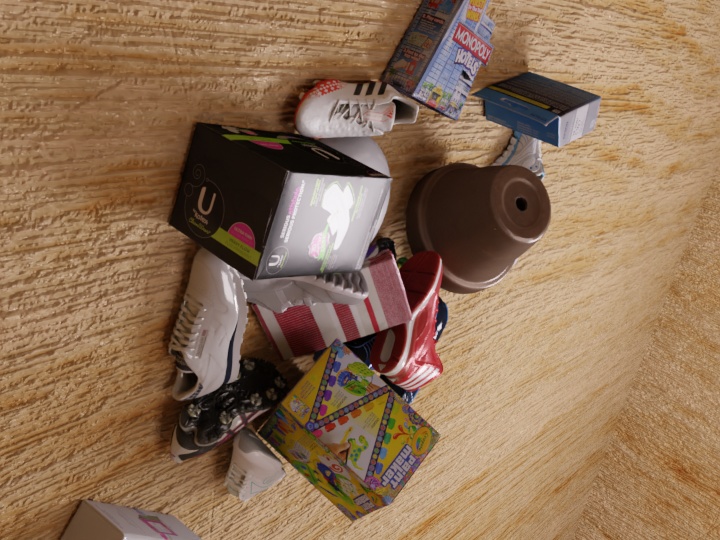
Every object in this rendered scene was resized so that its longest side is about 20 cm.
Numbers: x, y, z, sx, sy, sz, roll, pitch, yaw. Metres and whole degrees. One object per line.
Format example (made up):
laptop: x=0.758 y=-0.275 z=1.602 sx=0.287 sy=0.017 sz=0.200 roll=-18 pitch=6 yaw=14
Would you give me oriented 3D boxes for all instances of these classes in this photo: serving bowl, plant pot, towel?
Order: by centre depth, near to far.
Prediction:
serving bowl: x=-0.019 y=-0.085 z=1.253 sx=0.199 sy=0.065 sz=0.203 roll=-39 pitch=143 yaw=-38
towel: x=-0.035 y=0.050 z=1.258 sx=0.196 sy=0.023 sz=0.145 roll=-17 pitch=139 yaw=2
plant pot: x=0.191 y=-0.080 z=1.400 sx=0.197 sy=0.174 sz=0.205 roll=7 pitch=75 yaw=-28

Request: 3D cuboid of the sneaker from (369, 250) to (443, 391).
sneaker: x=0.085 y=0.081 z=1.372 sx=0.116 sy=0.077 sz=0.203 roll=46 pitch=62 yaw=-44

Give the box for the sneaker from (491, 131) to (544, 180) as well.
sneaker: x=0.298 y=-0.197 z=1.657 sx=0.202 sy=0.086 sz=0.075 roll=-58 pitch=149 yaw=-13

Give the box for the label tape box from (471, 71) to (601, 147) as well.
label tape box: x=0.283 y=-0.258 z=1.523 sx=0.199 sy=0.142 sz=0.067 roll=-29 pitch=137 yaw=-45

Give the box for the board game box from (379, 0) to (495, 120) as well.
board game box: x=0.132 y=-0.325 z=1.310 sx=0.199 sy=0.061 sz=0.203 roll=8 pitch=107 yaw=-60

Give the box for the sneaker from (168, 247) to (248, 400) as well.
sneaker: x=-0.185 y=0.067 z=1.103 sx=0.080 sy=0.076 sz=0.203 roll=-22 pitch=130 yaw=-37

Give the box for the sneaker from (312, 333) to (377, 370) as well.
sneaker: x=-0.007 y=0.111 z=1.432 sx=0.199 sy=0.069 sz=0.079 roll=4 pitch=107 yaw=-66

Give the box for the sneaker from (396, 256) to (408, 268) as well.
sneaker: x=0.085 y=0.052 z=1.521 sx=0.084 sy=0.074 sz=0.201 roll=-49 pitch=148 yaw=-16

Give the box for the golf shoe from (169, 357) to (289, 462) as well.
golf shoe: x=-0.176 y=0.180 z=1.225 sx=0.199 sy=0.077 sz=0.088 roll=-27 pitch=161 yaw=-51

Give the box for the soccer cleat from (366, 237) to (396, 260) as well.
soccer cleat: x=0.000 y=0.000 z=1.367 sx=0.200 sy=0.072 sz=0.070 roll=-42 pitch=124 yaw=-62

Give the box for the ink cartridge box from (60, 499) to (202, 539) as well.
ink cartridge box: x=-0.294 y=0.378 z=1.158 sx=0.146 sy=0.084 sz=0.200 roll=-59 pitch=149 yaw=-6

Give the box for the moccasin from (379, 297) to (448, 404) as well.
moccasin: x=0.068 y=0.124 z=1.438 sx=0.203 sy=0.079 sz=0.068 roll=-66 pitch=155 yaw=-17

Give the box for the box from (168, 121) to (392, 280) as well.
box: x=-0.088 y=-0.078 z=1.058 sx=0.199 sy=0.147 sz=0.126 roll=-4 pitch=118 yaw=-56

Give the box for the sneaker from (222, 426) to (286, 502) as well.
sneaker: x=-0.152 y=0.279 z=1.296 sx=0.080 sy=0.070 sz=0.201 roll=-42 pitch=160 yaw=-16

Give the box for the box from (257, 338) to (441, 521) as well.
box: x=-0.022 y=0.228 z=1.294 sx=0.122 sy=0.192 sz=0.200 roll=-46 pitch=178 yaw=-26

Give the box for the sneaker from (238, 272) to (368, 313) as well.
sneaker: x=-0.086 y=0.014 z=1.161 sx=0.196 sy=0.075 sz=0.083 roll=12 pitch=128 yaw=-17

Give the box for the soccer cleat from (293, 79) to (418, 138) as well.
soccer cleat: x=-0.004 y=-0.198 z=1.166 sx=0.199 sy=0.084 sz=0.070 roll=-20 pitch=130 yaw=-51
